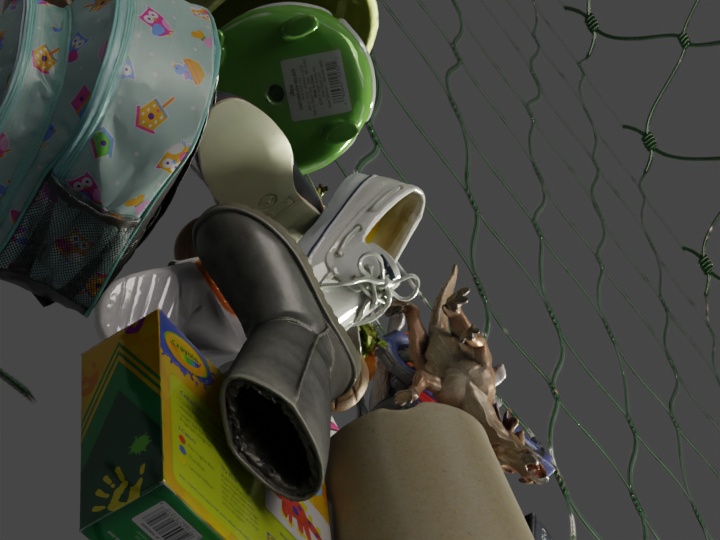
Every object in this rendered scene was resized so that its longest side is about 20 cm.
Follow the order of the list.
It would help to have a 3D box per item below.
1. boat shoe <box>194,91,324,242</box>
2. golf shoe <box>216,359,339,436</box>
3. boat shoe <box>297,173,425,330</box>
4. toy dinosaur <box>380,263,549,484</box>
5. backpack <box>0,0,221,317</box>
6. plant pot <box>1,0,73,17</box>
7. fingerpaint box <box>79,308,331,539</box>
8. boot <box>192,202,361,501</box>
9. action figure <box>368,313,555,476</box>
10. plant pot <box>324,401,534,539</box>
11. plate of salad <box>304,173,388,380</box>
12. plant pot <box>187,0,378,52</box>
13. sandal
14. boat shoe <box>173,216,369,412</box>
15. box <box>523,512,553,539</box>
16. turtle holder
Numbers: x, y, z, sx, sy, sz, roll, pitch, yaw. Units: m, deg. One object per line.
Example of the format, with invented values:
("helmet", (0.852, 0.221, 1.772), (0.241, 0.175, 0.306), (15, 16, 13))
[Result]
("boat shoe", (-0.079, -0.075, 1.730), (0.200, 0.071, 0.063), (54, 5, -49))
("golf shoe", (-0.066, 0.114, 1.683), (0.200, 0.072, 0.092), (52, 12, -51))
("boat shoe", (0.001, 0.003, 1.716), (0.202, 0.086, 0.075), (-57, 143, -43))
("toy dinosaur", (0.083, 0.094, 1.892), (0.201, 0.085, 0.136), (-104, 166, -47))
("backpack", (-0.182, -0.100, 1.480), (0.153, 0.200, 0.176), (31, 30, -25))
("plant pot", (-0.207, -0.166, 1.697), (0.201, 0.092, 0.201), (52, 18, -25))
("fingerpaint box", (-0.101, 0.153, 1.505), (0.200, 0.073, 0.167), (48, 22, -35))
("boot", (-0.071, 0.052, 1.543), (0.182, 0.072, 0.200), (49, 23, -5))
("action figure", (0.074, 0.129, 1.999), (0.200, 0.105, 0.194), (40, 25, -3))
("plant pot", (0.046, 0.203, 1.612), (0.200, 0.200, 0.184), (40, 27, -46))
("plate of salad", (-0.021, 0.006, 1.885), (0.200, 0.048, 0.201), (165, -90, -80))
("plant pot", (-0.114, -0.245, 1.968), (0.200, 0.200, 0.185), (35, 18, -53))
("sandal", (-0.131, 0.026, 1.656), (0.206, 0.059, 0.080), (-2, 87, -49))
("boat shoe", (-0.078, 0.034, 1.802), (0.200, 0.072, 0.072), (42, -8, -19))
("box", (0.142, 0.338, 1.813), (0.200, 0.117, 0.197), (55, 18, -17))
("turtle holder", (-0.074, -0.137, 1.839), (0.141, 0.185, 0.132), (49, 14, -3))
